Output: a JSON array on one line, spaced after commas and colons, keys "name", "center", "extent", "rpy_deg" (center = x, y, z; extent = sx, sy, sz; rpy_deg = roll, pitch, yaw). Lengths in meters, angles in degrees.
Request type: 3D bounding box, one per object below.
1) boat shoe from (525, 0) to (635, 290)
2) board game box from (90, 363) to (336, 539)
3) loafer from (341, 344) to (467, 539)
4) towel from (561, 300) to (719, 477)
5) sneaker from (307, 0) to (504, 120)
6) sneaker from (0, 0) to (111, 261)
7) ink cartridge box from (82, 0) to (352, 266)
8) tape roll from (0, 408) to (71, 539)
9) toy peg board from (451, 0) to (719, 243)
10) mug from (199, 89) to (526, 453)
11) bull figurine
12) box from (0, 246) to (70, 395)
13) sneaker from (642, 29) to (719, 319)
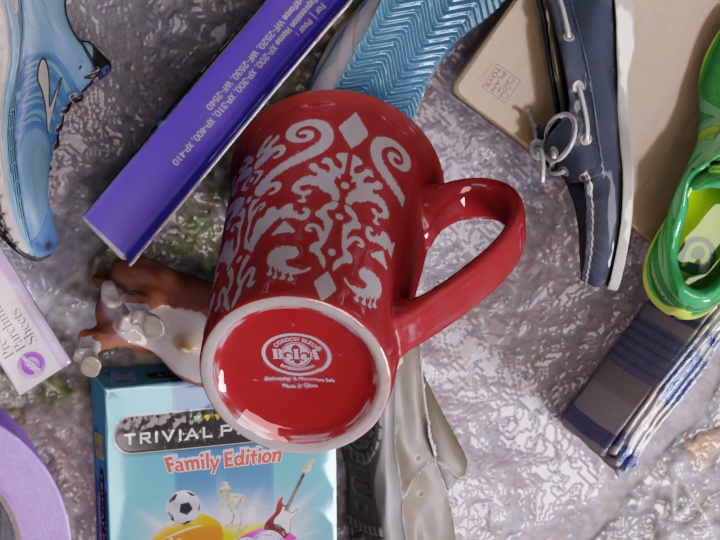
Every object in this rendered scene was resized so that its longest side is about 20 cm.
[{"name": "boat shoe", "center": [0.132, -0.088, 1.656], "extent": [0.061, 0.075, 0.202], "rpy_deg": [-1, 93, -7]}, {"name": "board game box", "center": [-0.092, 0.158, 1.755], "extent": [0.150, 0.047, 0.201], "rpy_deg": [-5, 105, -16]}, {"name": "loafer", "center": [0.027, 0.111, 1.774], "extent": [0.069, 0.075, 0.201], "rpy_deg": [-13, 111, -26]}, {"name": "towel", "center": [0.206, 0.038, 1.764], "extent": [0.024, 0.147, 0.200], "rpy_deg": [37, 89, -11]}, {"name": "sneaker", "center": [0.028, -0.157, 1.696], "extent": [0.076, 0.081, 0.201], "rpy_deg": [36, 90, -20]}, {"name": "sneaker", "center": [-0.189, -0.104, 1.645], "extent": [0.089, 0.078, 0.201], "rpy_deg": [-6, 105, -19]}, {"name": "ink cartridge box", "center": [-0.085, -0.093, 1.613], "extent": [0.043, 0.200, 0.198], "rpy_deg": [40, 89, -6]}, {"name": "tape roll", "center": [-0.280, 0.169, 1.690], "extent": [0.199, 0.066, 0.202], "rpy_deg": [-5, 105, -17]}, {"name": "toy peg board", "center": [0.188, -0.137, 1.751], "extent": [0.199, 0.098, 0.201], "rpy_deg": [36, 90, -7]}, {"name": "mug", "center": [-0.009, -0.007, 1.581], "extent": [0.177, 0.200, 0.134], "rpy_deg": [-29, 115, 24]}, {"name": "bull figurine", "center": [-0.077, 0.047, 1.675], "extent": [0.199, 0.121, 0.066], "rpy_deg": [17, 109, 6]}, {"name": "box", "center": [-0.242, -0.019, 1.668], "extent": [0.041, 0.039, 0.201], "rpy_deg": [-31, 110, -6]}, {"name": "sneaker", "center": [0.230, -0.064, 1.663], "extent": [0.074, 0.084, 0.201], "rpy_deg": [16, 92, -6]}]
